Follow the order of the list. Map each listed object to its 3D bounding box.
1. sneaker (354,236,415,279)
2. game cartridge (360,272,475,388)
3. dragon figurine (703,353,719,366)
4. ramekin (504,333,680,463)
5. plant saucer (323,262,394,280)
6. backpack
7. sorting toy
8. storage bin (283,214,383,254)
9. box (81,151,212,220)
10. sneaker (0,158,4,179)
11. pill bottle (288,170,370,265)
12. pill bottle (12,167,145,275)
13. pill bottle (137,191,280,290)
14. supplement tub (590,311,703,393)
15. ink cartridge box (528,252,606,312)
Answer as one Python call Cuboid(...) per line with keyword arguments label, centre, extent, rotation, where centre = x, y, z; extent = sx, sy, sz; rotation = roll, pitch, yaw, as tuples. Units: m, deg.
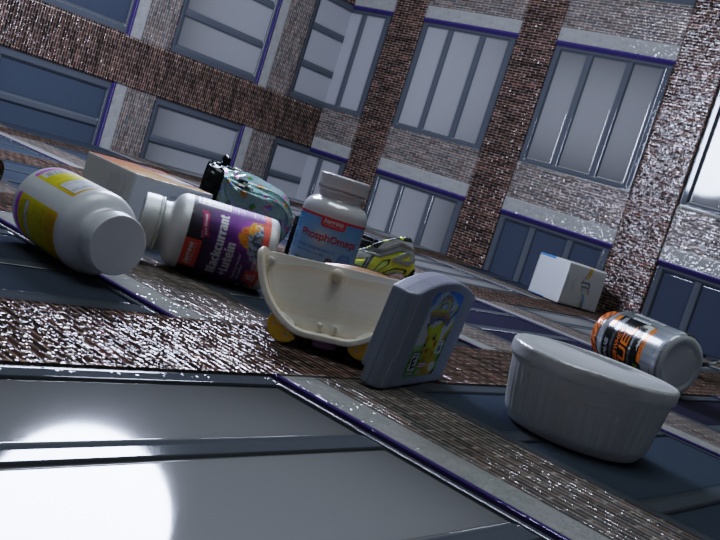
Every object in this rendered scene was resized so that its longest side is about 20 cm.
Cuboid(label="sneaker", centre=(0.000, 0.000, 1.626), extent=(0.199, 0.077, 0.075), rotation=(-15, -5, 8))
Cuboid(label="game cartridge", centre=(0.074, 0.068, 1.101), extent=(0.040, 0.134, 0.200), rotation=(22, 8, 25))
Cuboid(label="dragon figurine", centre=(0.784, 0.215, 2.236), extent=(0.199, 0.059, 0.099), rotation=(17, 6, -5))
Cuboid(label="ramekin", centre=(0.263, 0.151, 1.100), extent=(0.201, 0.095, 0.202), rotation=(17, 6, -2))
Cuboid(label="plant saucer", centre=(-0.006, 0.035, 1.279), extent=(0.199, 0.033, 0.200), rotation=(13, -18, 4))
Cuboid(label="backpack", centre=(-0.239, -0.121, 1.913), extent=(0.199, 0.168, 0.127), rotation=(19, 25, -15))
Cuboid(label="sorting toy", centre=(-0.032, 0.050, 1.183), extent=(0.199, 0.108, 0.180), rotation=(13, -4, 3))
Cuboid(label="storage bin", centre=(-0.044, -0.041, 1.954), extent=(0.199, 0.094, 0.135), rotation=(21, 6, 22))
Cuboid(label="box", centre=(-0.376, -0.119, 1.607), extent=(0.152, 0.107, 0.200), rotation=(12, 8, -42))
Cuboid(label="sneaker", centre=(-0.625, -0.161, 1.425), extent=(0.089, 0.067, 0.200), rotation=(23, 9, 0))
Cuboid(label="pill bottle", centre=(-0.053, -0.053, 1.510), extent=(0.108, 0.201, 0.109), rotation=(17, 6, -2))
Cuboid(label="pill bottle", centre=(-0.343, -0.057, 1.150), extent=(0.104, 0.105, 0.200), rotation=(12, 9, -44))
Cuboid(label="pill bottle", centre=(-0.227, -0.048, 1.376), extent=(0.199, 0.112, 0.111), rotation=(16, 6, -16))
Cuboid(label="supplement tub", centre=(0.543, 0.152, 1.796), extent=(0.122, 0.123, 0.200), rotation=(15, 6, -29))
Cuboid(label="ink cartridge box", centre=(0.710, 0.040, 3.200), extent=(0.199, 0.145, 0.147), rotation=(14, 6, -37))
